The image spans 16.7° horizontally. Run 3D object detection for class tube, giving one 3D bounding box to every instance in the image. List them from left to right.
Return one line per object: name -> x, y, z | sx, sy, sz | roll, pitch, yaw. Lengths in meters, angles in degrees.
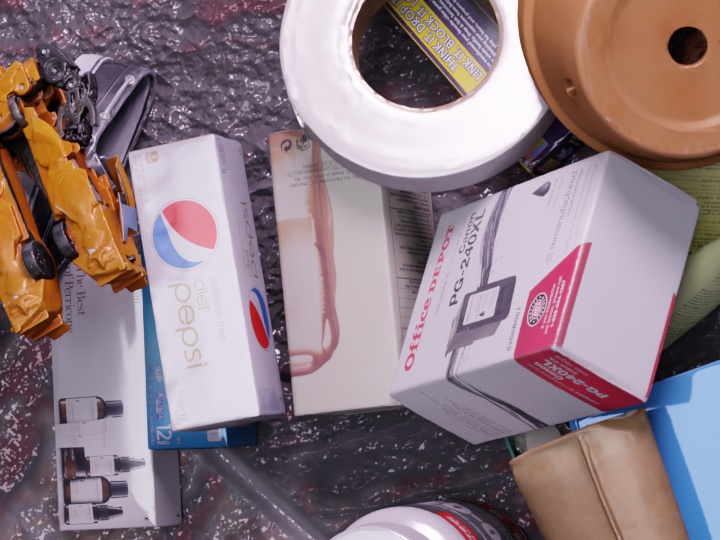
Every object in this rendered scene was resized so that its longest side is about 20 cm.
tube -> 0.206, 0.021, 1.636 | 0.052, 0.058, 0.200 | 38, 131, -15

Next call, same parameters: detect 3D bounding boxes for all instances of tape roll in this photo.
tape roll -> 0.045, -0.152, 1.662 | 0.202, 0.037, 0.204 | -2, 76, 8

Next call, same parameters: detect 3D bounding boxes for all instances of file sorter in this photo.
file sorter -> 0.246, 0.167, 1.615 | 0.138, 0.123, 0.201 | -21, 80, 19

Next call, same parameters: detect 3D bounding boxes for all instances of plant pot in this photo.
plant pot -> 0.198, -0.152, 1.530 | 0.199, 0.140, 0.201 | 1, 104, 3

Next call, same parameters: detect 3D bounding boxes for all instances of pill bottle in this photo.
pill bottle -> 0.041, 0.213, 1.645 | 0.114, 0.200, 0.114 | -1, 87, 19

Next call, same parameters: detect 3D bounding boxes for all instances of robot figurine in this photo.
robot figurine -> -0.226, -0.059, 1.716 | 0.145, 0.058, 0.200 | -29, 65, 16

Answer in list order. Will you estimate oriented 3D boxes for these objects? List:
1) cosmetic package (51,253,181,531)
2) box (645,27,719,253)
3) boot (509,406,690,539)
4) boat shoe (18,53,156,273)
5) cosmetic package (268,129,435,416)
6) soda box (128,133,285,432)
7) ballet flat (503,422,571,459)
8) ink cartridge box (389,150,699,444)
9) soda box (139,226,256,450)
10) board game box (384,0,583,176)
cosmetic package -> -0.182, 0.091, 1.812 | 0.082, 0.051, 0.201 | -5, 86, 18
box -> 0.218, -0.103, 1.640 | 0.075, 0.050, 0.201 | 2, 106, 3
boot -> 0.203, 0.180, 1.532 | 0.175, 0.066, 0.201 | -24, 78, 17
boat shoe -> -0.203, -0.065, 1.795 | 0.068, 0.072, 0.200 | 11, 65, 20
cosmetic package -> 0.000, 0.000, 1.724 | 0.087, 0.103, 0.201 | -8, 83, 21
soda box -> -0.107, 0.009, 1.711 | 0.068, 0.064, 0.201 | -11, 84, 14
ballet flat -> 0.146, 0.165, 1.679 | 0.067, 0.070, 0.201 | -27, 79, 16
ink cartridge box -> 0.117, 0.021, 1.609 | 0.200, 0.083, 0.146 | -20, 47, 56
soda box -> -0.118, 0.029, 1.782 | 0.064, 0.068, 0.201 | -3, 86, 17
board game box -> 0.121, -0.194, 1.713 | 0.165, 0.057, 0.200 | -43, 76, 15
